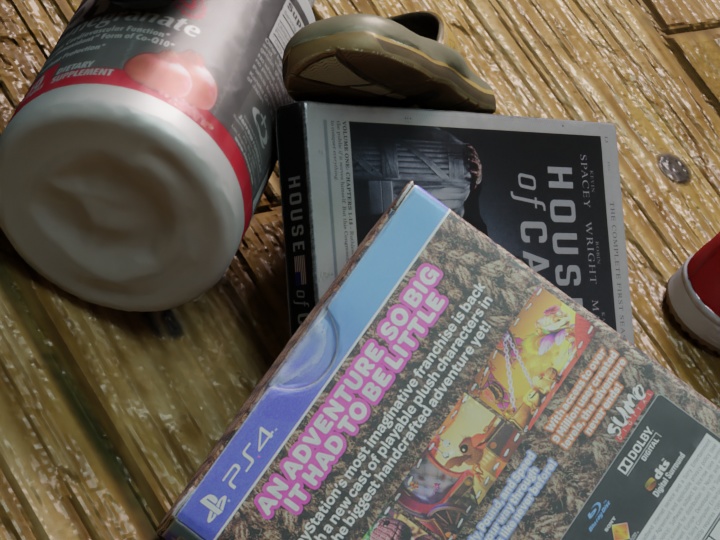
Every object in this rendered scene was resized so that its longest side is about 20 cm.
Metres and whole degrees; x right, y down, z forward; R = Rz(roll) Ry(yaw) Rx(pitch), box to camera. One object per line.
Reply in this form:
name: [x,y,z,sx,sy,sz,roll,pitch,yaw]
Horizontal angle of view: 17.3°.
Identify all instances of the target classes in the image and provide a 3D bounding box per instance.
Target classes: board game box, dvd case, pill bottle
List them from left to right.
pill bottle: [-0.081,-0.084,1.049,0.110,0.111,0.200,30,40,-8]
dvd case: [0.048,0.004,1.054,0.199,0.025,0.151,0,83,-42]
board game box: [0.047,0.094,0.925,0.200,0.097,0.160,37,77,-1]

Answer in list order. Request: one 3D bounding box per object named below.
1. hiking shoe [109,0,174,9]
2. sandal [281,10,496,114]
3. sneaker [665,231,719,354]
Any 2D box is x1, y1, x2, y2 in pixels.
hiking shoe: [-0.121,-0.206,0.994,0.201,0.074,0.087,59,37,-11]
sandal: [0.011,-0.094,1.066,0.200,0.080,0.054,30,48,-73]
sneaker: [0.268,0.013,1.202,0.199,0.113,0.071,18,44,-21]
